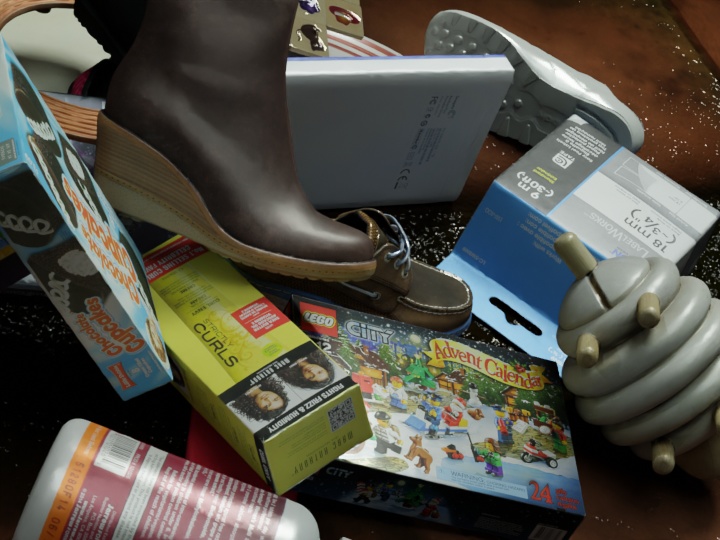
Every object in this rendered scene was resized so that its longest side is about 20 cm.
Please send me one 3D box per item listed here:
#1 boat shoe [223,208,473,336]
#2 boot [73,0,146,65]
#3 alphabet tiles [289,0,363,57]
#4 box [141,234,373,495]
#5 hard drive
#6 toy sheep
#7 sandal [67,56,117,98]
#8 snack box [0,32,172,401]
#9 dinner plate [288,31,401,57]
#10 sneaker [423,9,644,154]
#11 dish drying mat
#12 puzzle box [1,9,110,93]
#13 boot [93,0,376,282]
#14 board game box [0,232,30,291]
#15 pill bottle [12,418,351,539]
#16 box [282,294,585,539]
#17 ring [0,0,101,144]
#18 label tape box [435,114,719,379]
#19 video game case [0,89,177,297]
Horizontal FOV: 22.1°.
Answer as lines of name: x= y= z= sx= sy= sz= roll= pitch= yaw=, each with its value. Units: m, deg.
boat shoe: x=0.000 y=0.000 z=1.259 sx=0.198 sy=0.073 sz=0.073 roll=10 pitch=38 yaw=-28
boot: x=-0.121 y=-0.204 z=1.226 sx=0.073 sy=0.163 sz=0.198 roll=-18 pitch=50 yaw=-39
alphabet tiles: x=-0.075 y=-0.253 z=1.437 sx=0.165 sy=0.006 sz=0.202 roll=14 pitch=51 yaw=-26
box: x=-0.079 y=0.052 z=1.144 sx=0.075 sy=0.050 sz=0.200 roll=-30 pitch=43 yaw=-19
hard drive: x=0.002 y=-0.099 z=1.332 sx=0.198 sy=0.133 sz=0.025 roll=-4 pitch=48 yaw=-29
toy sheep: x=0.195 y=0.057 z=1.248 sx=0.201 sy=0.137 sz=0.138 roll=58 pitch=42 yaw=-9
sandal: x=-0.174 y=-0.119 z=1.307 sx=0.075 sy=0.045 sz=0.201 roll=34 pitch=59 yaw=-1
snack box: x=-0.172 y=-0.028 z=1.073 sx=0.037 sy=0.201 sz=0.117 roll=-23 pitch=47 yaw=3
dinner plate: x=-0.019 y=-0.155 z=1.434 sx=0.198 sy=0.024 sz=0.200 roll=19 pitch=21 yaw=-7
sneaker: x=0.141 y=-0.148 z=1.509 sx=0.199 sy=0.077 sz=0.080 roll=36 pitch=30 yaw=7
dish drying mat: x=-0.072 y=0.084 z=1.192 sx=0.076 sy=0.018 sz=0.201 roll=18 pitch=40 yaw=-13
puzzle box: x=-0.187 y=-0.154 z=1.385 sx=0.198 sy=0.026 sz=0.134 roll=13 pitch=41 yaw=-12
boot: x=-0.064 y=-0.093 z=1.162 sx=0.198 sy=0.168 sz=0.072 roll=19 pitch=8 yaw=0
board game box: x=-0.289 y=-0.048 z=1.130 sx=0.164 sy=0.057 sz=0.201 roll=-28 pitch=50 yaw=8
pill bottle: x=-0.090 y=0.167 z=1.025 sx=0.198 sy=0.110 sz=0.110 roll=22 pitch=40 yaw=-2
box: x=0.043 y=0.098 z=1.202 sx=0.198 sy=0.038 sz=0.137 roll=14 pitch=41 yaw=-18
ring: x=-0.187 y=-0.141 z=1.269 sx=0.198 sy=0.019 sz=0.201 roll=13 pitch=36 yaw=-9
label tape box: x=0.162 y=-0.019 z=1.376 sx=0.144 sy=0.064 sz=0.200 roll=35 pitch=42 yaw=14
video game case: x=-0.202 y=-0.051 z=1.232 sx=0.198 sy=0.019 sz=0.144 roll=5 pitch=69 yaw=-21
